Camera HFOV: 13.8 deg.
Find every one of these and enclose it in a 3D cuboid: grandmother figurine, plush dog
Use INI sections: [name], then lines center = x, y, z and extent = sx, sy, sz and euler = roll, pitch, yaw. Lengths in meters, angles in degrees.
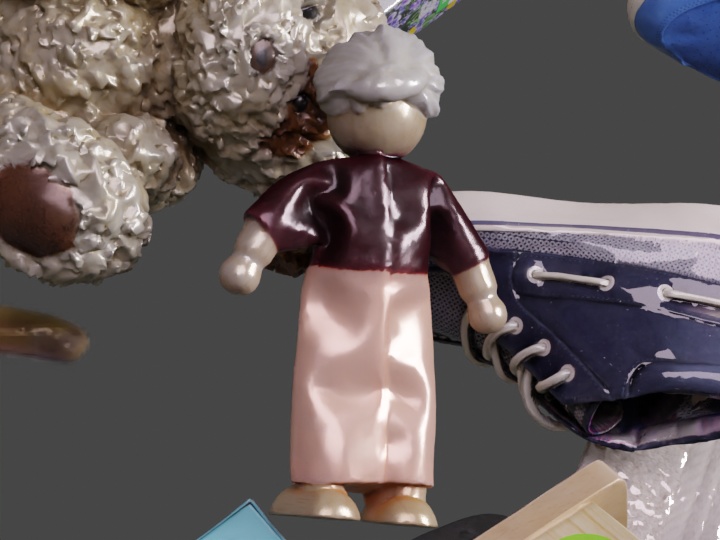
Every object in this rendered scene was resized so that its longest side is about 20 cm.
[grandmother figurine]
center = 0.000, 0.000, 1.192
extent = 0.121, 0.061, 0.200
euler = 9, 83, -33
[plush dog]
center = -0.069, -0.084, 1.253
extent = 0.171, 0.160, 0.200
euler = 6, 85, -6

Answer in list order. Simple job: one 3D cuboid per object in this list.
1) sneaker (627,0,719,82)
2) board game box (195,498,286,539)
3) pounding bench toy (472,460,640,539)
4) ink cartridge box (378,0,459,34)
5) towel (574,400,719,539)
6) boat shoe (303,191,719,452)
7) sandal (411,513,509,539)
[sneaker]
center = 0.221, -0.084, 1.345
extent = 0.200, 0.077, 0.111
euler = 9, 49, -12
[board game box]
center = -0.072, 0.205, 1.140
extent = 0.200, 0.047, 0.151
euler = -34, 71, -26
[pounding bench toy]
center = 0.111, 0.153, 1.083
extent = 0.200, 0.124, 0.156
euler = -31, 49, -25
[ink cartridge box]
center = 0.019, -0.176, 1.381
extent = 0.109, 0.050, 0.200
euler = 43, 61, 16
[towel]
center = 0.165, 0.077, 1.266
extent = 0.132, 0.034, 0.200
euler = 23, 59, 4
[boat shoe]
center = 0.070, 0.024, 1.235
extent = 0.200, 0.075, 0.093
euler = -2, 54, 13
[sandal]
center = -0.010, 0.140, 1.134
extent = 0.200, 0.045, 0.075
euler = -24, 67, -22
